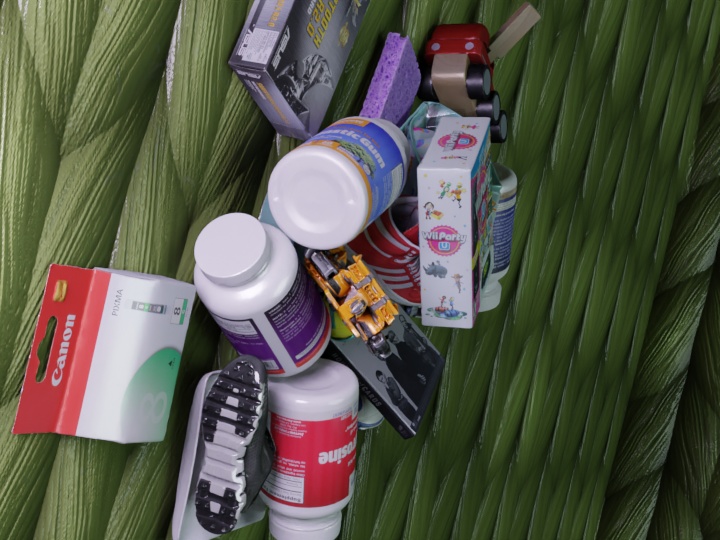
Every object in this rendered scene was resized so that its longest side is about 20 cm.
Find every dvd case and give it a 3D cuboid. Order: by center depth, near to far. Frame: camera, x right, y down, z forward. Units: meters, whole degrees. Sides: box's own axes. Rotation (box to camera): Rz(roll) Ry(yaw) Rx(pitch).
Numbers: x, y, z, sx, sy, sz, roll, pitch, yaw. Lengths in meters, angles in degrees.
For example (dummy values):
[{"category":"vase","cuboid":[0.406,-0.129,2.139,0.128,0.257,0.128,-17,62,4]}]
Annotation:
[{"category":"dvd case","cuboid":[0.021,0.091,1.826,0.200,0.025,0.150,49,37,-17]}]

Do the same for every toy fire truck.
[{"category":"toy fire truck","cuboid":[0.167,-0.294,2.019,0.176,0.128,0.201,57,39,-59]}]

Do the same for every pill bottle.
[{"category":"pill bottle","cuboid":[-0.107,0.024,1.555,0.113,0.112,0.200,-66,154,-24]},{"category":"pill bottle","cuboid":[-0.014,-0.104,1.586,0.200,0.112,0.113,-45,142,-62]},{"category":"pill bottle","cuboid":[-0.061,0.210,1.677,0.112,0.112,0.201,-37,135,-56]},{"category":"pill bottle","cuboid":[0.163,-0.049,2.121,0.116,0.115,0.201,-37,134,-56]}]

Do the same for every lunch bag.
[{"category":"lunch bag","cuboid":[0.093,-0.099,1.875,0.200,0.121,0.171,-111,-155,-48]}]

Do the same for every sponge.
[{"category":"sponge","cuboid":[0.027,-0.185,1.837,0.112,0.030,0.201,62,45,-66]}]

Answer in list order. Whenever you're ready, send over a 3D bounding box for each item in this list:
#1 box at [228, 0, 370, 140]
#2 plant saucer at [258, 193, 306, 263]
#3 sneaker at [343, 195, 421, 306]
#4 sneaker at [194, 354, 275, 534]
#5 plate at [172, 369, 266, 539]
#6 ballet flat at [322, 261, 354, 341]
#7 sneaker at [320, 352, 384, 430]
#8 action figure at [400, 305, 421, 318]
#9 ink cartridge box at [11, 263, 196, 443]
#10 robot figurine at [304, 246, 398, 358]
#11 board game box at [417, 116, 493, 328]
[{"category":"box","cuboid":[-0.061,-0.265,1.587,0.201,0.048,0.158,-69,155,-17]},{"category":"plant saucer","cuboid":[-0.061,-0.043,1.720,0.200,0.036,0.201,-44,140,-53]},{"category":"sneaker","cuboid":[0.060,-0.022,1.724,0.200,0.112,0.072,35,52,-40]},{"category":"sneaker","cuboid":[-0.128,0.179,1.575,0.090,0.066,0.201,-25,128,-64]},{"category":"plate","cuboid":[-0.150,0.199,1.649,0.200,0.032,0.200,-5,107,-66]},{"category":"ballet flat","cuboid":[0.000,0.000,1.774,0.200,0.067,0.067,-64,147,-45]},{"category":"sneaker","cuboid":[-0.022,0.143,1.849,0.199,0.080,0.116,-21,123,-61]},{"category":"action figure","cuboid":[0.044,0.036,1.960,0.200,0.069,0.131,-10,120,-61]},{"category":"ink cartridge box","cuboid":[-0.235,0.081,1.379,0.200,0.050,0.162,11,92,-69]},{"category":"robot figurine","cuboid":[-0.011,0.021,1.592,0.058,0.145,0.200,-36,-169,-3]},{"category":"board game box","cuboid":[0.111,-0.057,1.685,0.148,0.064,0.201,-65,154,-58]}]
